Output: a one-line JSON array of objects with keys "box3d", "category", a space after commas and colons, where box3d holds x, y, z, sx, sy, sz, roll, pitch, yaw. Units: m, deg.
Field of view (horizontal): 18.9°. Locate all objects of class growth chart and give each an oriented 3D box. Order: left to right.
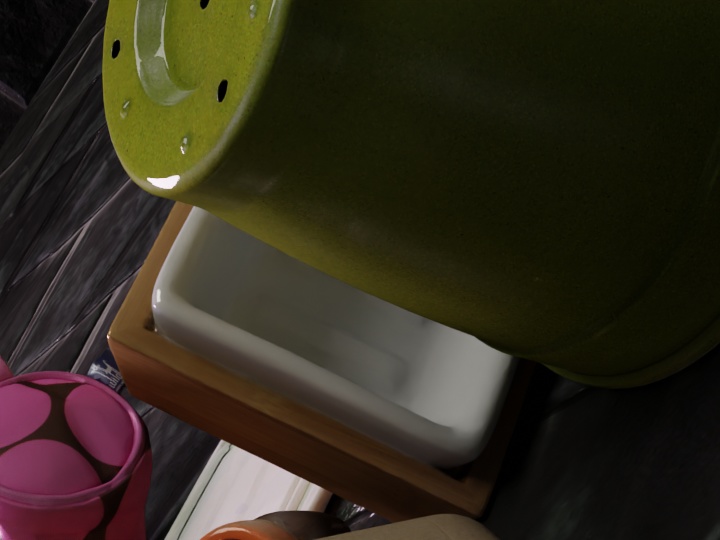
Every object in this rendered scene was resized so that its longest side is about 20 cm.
[{"box3d": [-0.055, 0.114, 1.040, 0.145, 0.018, 0.200, -60, 16, -21], "category": "growth chart"}]

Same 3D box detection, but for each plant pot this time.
[{"box3d": [0.023, -0.071, 0.737, 0.200, 0.193, 0.201, -25, 60, 54], "category": "plant pot"}]

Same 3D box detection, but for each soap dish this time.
[{"box3d": [0.000, 0.000, 0.884, 0.081, 0.157, 0.200, 118, 177, -49], "category": "soap dish"}]

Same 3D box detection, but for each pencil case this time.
[{"box3d": [-0.128, 0.134, 0.901, 0.091, 0.094, 0.200, -31, -41, -39], "category": "pencil case"}]

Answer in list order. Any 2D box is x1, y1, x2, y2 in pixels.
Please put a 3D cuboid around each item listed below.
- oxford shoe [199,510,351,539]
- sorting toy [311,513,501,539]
[{"box3d": [-0.063, 0.178, 0.867, 0.200, 0.071, 0.073, -55, -19, 24], "category": "oxford shoe"}, {"box3d": [-0.026, 0.122, 0.665, 0.185, 0.200, 0.037, -149, 55, -75], "category": "sorting toy"}]
